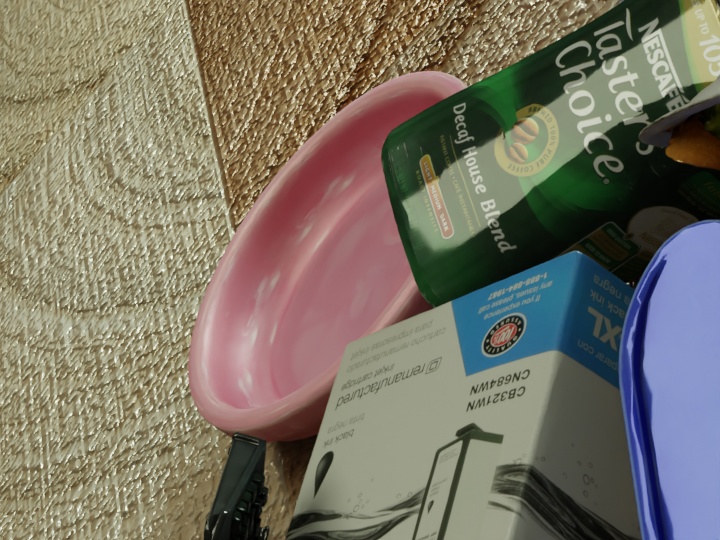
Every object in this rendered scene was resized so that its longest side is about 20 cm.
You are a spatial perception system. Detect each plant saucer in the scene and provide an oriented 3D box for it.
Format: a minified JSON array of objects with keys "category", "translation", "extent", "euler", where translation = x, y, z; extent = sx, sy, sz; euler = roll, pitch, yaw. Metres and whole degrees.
[{"category":"plant saucer","translation":[0.000,0.000,1.094],"extent":[0.200,0.051,0.201],"euler":[-40,29,27]}]

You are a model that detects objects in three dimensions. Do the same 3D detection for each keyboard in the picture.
[{"category":"keyboard","translation":[-0.051,0.159,0.901],"extent":[0.127,0.021,0.201],"euler":[-78,-5,-68]}]

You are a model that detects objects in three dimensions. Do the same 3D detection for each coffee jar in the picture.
[{"category":"coffee jar","translation":[0.110,-0.055,0.910],"extent":[0.200,0.085,0.105],"euler":[-32,56,25]}]

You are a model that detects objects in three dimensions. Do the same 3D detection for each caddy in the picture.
[{"category":"caddy","translation":[0.160,0.063,0.695],"extent":[0.141,0.105,0.200],"euler":[-22,50,24]}]

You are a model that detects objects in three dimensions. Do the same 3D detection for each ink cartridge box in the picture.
[{"category":"ink cartridge box","translation":[0.040,0.112,0.855],"extent":[0.146,0.084,0.200],"euler":[-24,39,46]}]

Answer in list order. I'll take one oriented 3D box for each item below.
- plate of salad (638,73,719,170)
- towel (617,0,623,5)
[{"category":"plate of salad","translation":[0.190,-0.056,0.744],"extent":[0.200,0.200,0.048],"euler":[-18,82,50]},{"category":"towel","translation":[0.153,-0.101,0.997],"extent":[0.200,0.024,0.147],"euler":[-52,28,8]}]
